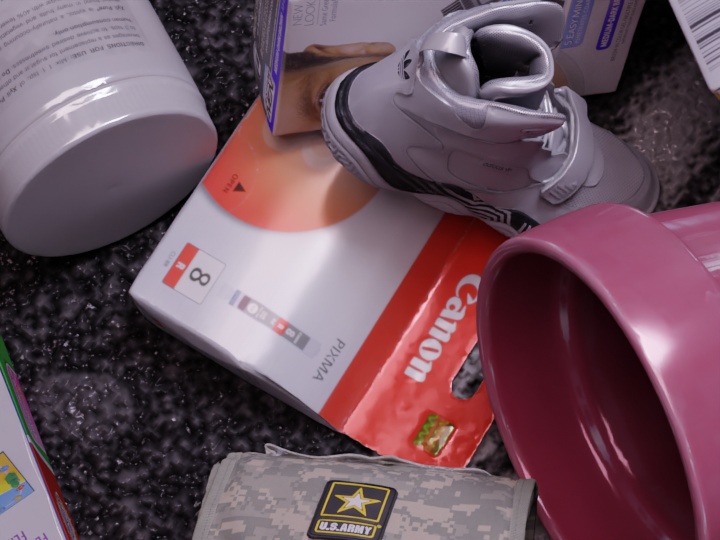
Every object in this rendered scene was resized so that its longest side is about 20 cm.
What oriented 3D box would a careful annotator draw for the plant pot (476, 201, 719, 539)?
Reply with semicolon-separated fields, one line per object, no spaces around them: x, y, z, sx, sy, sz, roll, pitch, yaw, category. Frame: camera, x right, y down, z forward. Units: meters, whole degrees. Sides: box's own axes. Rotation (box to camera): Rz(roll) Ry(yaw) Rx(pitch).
0.178;0.047;0.956;0.178;0.200;0.201;-22;67;-19;plant pot

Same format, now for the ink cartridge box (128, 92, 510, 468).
0.000;0.000;1.062;0.199;0.050;0.163;28;75;19;ink cartridge box

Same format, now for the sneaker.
0.089;-0.071;1.004;0.199;0.115;0.076;15;64;-26;sneaker

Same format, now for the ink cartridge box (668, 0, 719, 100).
0.188;-0.139;1.011;0.047;0.200;0.199;-29;60;15;ink cartridge box

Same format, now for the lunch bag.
-0.004;0.180;0.958;0.163;0.118;0.201;3;66;12;lunch bag

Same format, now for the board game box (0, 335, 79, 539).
-0.227;0.143;1.039;0.152;0.040;0.201;-24;68;-3;board game box

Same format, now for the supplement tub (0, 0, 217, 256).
-0.176;-0.124;1.086;0.131;0.132;0.201;-28;68;-4;supplement tub

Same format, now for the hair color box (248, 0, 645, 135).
0.046;-0.138;1.046;0.198;0.110;0.065;-7;56;-13;hair color box
